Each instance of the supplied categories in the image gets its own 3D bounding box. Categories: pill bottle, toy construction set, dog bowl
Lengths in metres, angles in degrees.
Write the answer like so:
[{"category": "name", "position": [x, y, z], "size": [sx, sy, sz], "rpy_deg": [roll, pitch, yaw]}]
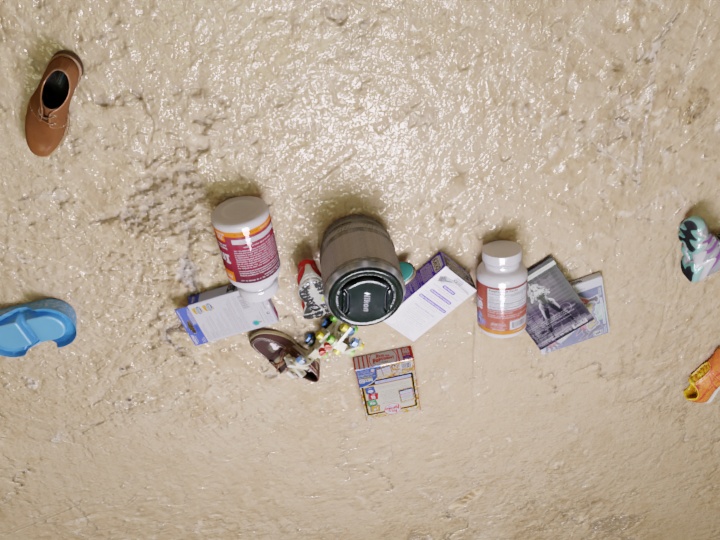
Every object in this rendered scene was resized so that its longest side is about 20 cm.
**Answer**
[{"category": "pill bottle", "position": [-0.222, -0.038, 1.213], "size": [0.113, 0.113, 0.201], "rpy_deg": [-9, 127, -2]}, {"category": "toy construction set", "position": [-0.082, 0.174, 1.385], "size": [0.200, 0.131, 0.092], "rpy_deg": [-32, 125, 15]}, {"category": "pill bottle", "position": [0.315, 0.040, 1.350], "size": [0.112, 0.112, 0.201], "rpy_deg": [-8, 118, -2]}, {"category": "dog bowl", "position": [-0.706, 0.120, 1.299], "size": [0.199, 0.050, 0.112], "rpy_deg": [-13, 128, 1]}]

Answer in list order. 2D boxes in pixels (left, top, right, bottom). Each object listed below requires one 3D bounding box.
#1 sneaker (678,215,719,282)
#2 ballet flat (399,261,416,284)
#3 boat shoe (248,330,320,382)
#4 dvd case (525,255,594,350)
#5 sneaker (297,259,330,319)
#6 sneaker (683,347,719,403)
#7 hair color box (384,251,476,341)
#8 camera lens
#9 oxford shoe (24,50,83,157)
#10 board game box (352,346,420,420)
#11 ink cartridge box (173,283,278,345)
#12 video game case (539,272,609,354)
[{"category": "sneaker", "position": [0.808, -0.069, 1.379], "size": [0.139, 0.078, 0.200], "rpy_deg": [-22, 137, 6]}, {"category": "ballet flat", "position": [0.037, 0.041, 1.351], "size": [0.199, 0.068, 0.072], "rpy_deg": [-25, 147, 10]}, {"category": "boat shoe", "position": [-0.175, 0.209, 1.434], "size": [0.200, 0.072, 0.072], "rpy_deg": [36, 115, -30]}, {"category": "dvd case", "position": [0.437, 0.080, 1.435], "size": [0.149, 0.016, 0.200], "rpy_deg": [-34, 109, 17]}, {"category": "sneaker", "position": [-0.099, 0.041, 1.319], "size": [0.077, 0.085, 0.200], "rpy_deg": [-12, 150, -7]}, {"category": "sneaker", "position": [0.962, 0.297, 1.680], "size": [0.077, 0.073, 0.201], "rpy_deg": [5, 124, 0]}, {"category": "hair color box", "position": [0.151, 0.062, 1.379], "size": [0.109, 0.065, 0.200], "rpy_deg": [35, 117, -29]}, {"category": "camera lens", "position": [0.000, 0.000, 1.221], "size": [0.159, 0.200, 0.160], "rpy_deg": [-4, 127, -5]}, {"category": "oxford shoe", "position": [-0.527, -0.269, 1.019], "size": [0.071, 0.071, 0.200], "rpy_deg": [19, 123, -23]}, {"category": "board game box", "position": [0.070, 0.293, 1.552], "size": [0.151, 0.046, 0.200], "rpy_deg": [-11, 128, -1]}, {"category": "ink cartridge box", "position": [-0.296, 0.091, 1.347], "size": [0.199, 0.042, 0.120], "rpy_deg": [-18, 128, 2]}, {"category": "video game case", "position": [0.517, 0.111, 1.498], "size": [0.182, 0.023, 0.200], "rpy_deg": [-20, 128, 7]}]
